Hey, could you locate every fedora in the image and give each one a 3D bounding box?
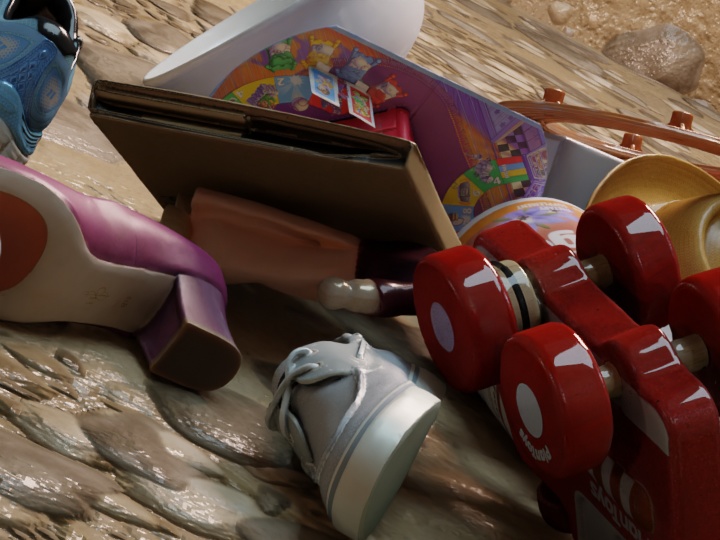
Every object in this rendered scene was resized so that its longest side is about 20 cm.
[{"bbox_3d":[0.219,0.016,1.602,0.200,0.201,0.082,20,-27,-32],"label":"fedora"}]

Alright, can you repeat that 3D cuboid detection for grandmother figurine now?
[{"bbox_3d":[0.000,0.000,1.350,0.200,0.061,0.121,8,20,3],"label":"grandmother figurine"}]

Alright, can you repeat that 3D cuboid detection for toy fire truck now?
[{"bbox_3d":[0.108,0.070,1.238,0.112,0.168,0.200,-17,31,-20],"label":"toy fire truck"}]

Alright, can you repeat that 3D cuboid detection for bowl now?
[{"bbox_3d":[-0.034,-0.137,1.751,0.090,0.201,0.201,60,8,-10],"label":"bowl"}]

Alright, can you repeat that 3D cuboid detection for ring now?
[{"bbox_3d":[0.180,-0.082,1.654,0.200,0.019,0.200,13,-3,1],"label":"ring"}]

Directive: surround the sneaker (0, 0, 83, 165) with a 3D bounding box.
[{"bbox_3d":[-0.175,-0.105,1.393,0.078,0.090,0.200,41,1,-17],"label":"sneaker"}]

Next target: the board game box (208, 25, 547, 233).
[{"bbox_3d":[0.002,-0.042,1.479,0.200,0.158,0.039,25,36,-21],"label":"board game box"}]

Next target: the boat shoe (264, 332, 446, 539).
[{"bbox_3d":[-0.008,0.066,1.178,0.071,0.070,0.201,28,6,2],"label":"boat shoe"}]

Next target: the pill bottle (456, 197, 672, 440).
[{"bbox_3d":[0.116,0.044,1.424,0.112,0.112,0.200,23,13,-23],"label":"pill bottle"}]

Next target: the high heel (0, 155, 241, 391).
[{"bbox_3d":[-0.140,-0.016,1.213,0.200,0.067,0.096,38,15,-35],"label":"high heel"}]

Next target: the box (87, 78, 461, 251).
[{"bbox_3d":[-0.037,-0.042,1.376,0.163,0.021,0.200,11,-14,13],"label":"box"}]

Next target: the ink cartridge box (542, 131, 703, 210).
[{"bbox_3d":[0.109,-0.042,1.727,0.147,0.083,0.200,20,0,-34],"label":"ink cartridge box"}]
